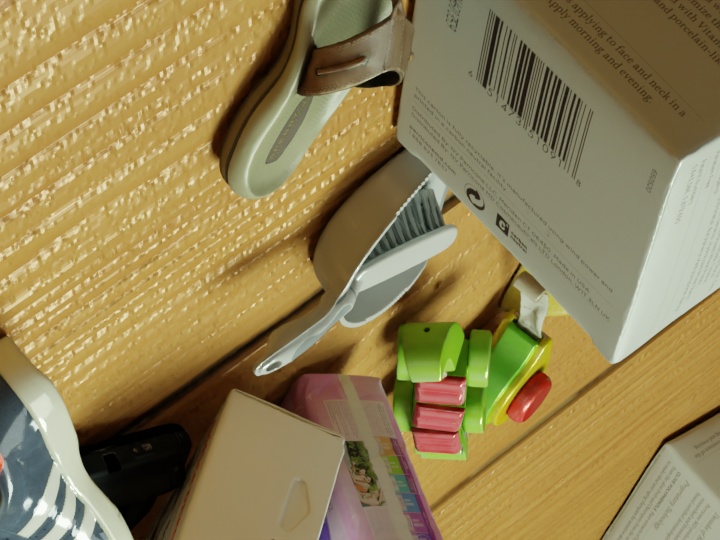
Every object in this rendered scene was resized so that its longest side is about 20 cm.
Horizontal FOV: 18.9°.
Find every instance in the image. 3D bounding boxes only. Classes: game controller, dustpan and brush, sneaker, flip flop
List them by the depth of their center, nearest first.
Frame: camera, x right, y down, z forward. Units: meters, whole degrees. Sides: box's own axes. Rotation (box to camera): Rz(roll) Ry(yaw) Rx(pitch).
[{"bbox_3d":[-0.007,-0.106,1.107,0.081,0.058,0.201,-12,142,-51],"label":"flip flop"},{"bbox_3d":[-0.185,0.126,1.169,0.084,0.075,0.201,-36,133,-17],"label":"sneaker"},{"bbox_3d":[-0.187,0.142,1.285,0.199,0.042,0.104,-11,156,-51],"label":"game controller"},{"bbox_3d":[0.000,0.000,1.300,0.199,0.057,0.140,-29,154,-30],"label":"dustpan and brush"}]

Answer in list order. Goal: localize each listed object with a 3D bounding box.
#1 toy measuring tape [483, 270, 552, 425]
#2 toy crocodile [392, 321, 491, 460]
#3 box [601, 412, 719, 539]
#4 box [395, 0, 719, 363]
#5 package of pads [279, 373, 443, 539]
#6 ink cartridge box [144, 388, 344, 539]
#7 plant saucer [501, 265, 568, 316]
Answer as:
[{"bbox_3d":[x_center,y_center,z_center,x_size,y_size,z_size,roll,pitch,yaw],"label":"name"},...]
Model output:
[{"bbox_3d":[0.103,0.065,1.559,0.073,0.074,0.200,-38,162,-12],"label":"toy measuring tape"},{"bbox_3d":[0.055,0.089,1.510,0.067,0.062,0.200,5,150,4],"label":"toy crocodile"},{"bbox_3d":[0.397,0.262,2.264,0.198,0.171,0.201,-24,150,-38],"label":"box"},{"bbox_3d":[0.135,-0.096,1.174,0.130,0.199,0.201,-32,155,-23],"label":"box"},{"bbox_3d":[-0.006,0.178,1.416,0.075,0.201,0.121,4,134,-29],"label":"package of pads"},{"bbox_3d":[-0.095,0.196,1.358,0.146,0.084,0.200,-74,-169,-48],"label":"ink cartridge box"},{"bbox_3d":[0.215,-0.049,1.585,0.199,0.048,0.201,-22,150,-41],"label":"plant saucer"}]
